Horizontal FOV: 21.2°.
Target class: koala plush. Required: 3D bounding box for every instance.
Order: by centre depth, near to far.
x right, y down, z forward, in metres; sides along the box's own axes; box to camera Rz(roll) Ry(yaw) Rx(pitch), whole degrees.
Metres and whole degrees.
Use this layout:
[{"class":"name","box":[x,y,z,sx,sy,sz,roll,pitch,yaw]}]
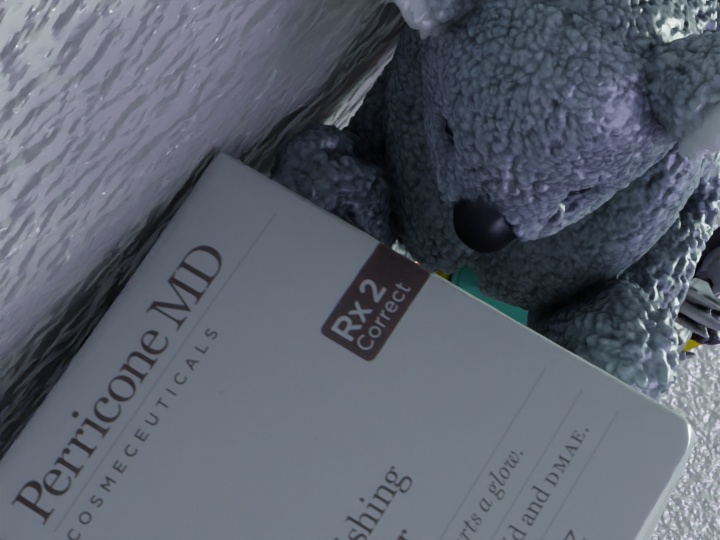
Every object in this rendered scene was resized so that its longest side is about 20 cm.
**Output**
[{"class":"koala plush","box":[0.068,-0.065,0.682,0.185,0.176,0.200,-59,171,-9]}]

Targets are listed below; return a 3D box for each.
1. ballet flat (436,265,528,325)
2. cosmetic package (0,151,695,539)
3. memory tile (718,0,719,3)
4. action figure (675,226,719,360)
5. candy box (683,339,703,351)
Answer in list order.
[{"class":"ballet flat","box":[0.062,0.015,0.983,0.201,0.066,0.067,-87,-159,-52]},{"class":"cosmetic package","box":[-0.009,0.098,0.708,0.165,0.199,0.165,-56,167,-19]},{"class":"memory tile","box":[0.146,-0.147,0.898,0.200,0.017,0.154,-41,139,-40]},{"class":"action figure","box":[0.178,0.004,0.968,0.200,0.069,0.130,-43,-177,-3]},{"class":"candy box","box":[0.099,0.031,1.089,0.199,0.103,0.026,-25,145,15]}]
